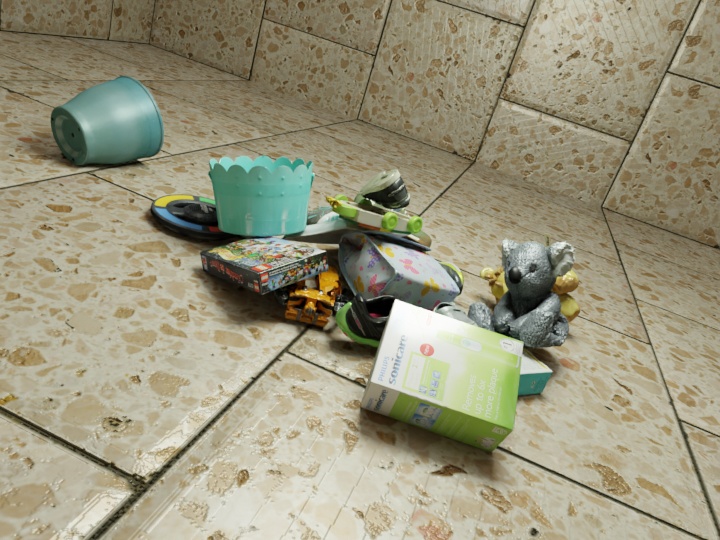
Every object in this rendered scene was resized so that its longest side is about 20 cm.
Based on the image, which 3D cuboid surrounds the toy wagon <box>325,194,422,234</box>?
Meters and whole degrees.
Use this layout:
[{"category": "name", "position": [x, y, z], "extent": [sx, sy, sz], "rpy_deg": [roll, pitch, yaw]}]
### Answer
[{"category": "toy wagon", "position": [0.014, -0.106, 1.101], "extent": [0.200, 0.040, 0.155], "rpy_deg": [2, 16, -44]}]

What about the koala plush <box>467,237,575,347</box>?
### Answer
[{"category": "koala plush", "position": [0.319, 0.037, 1.113], "extent": [0.184, 0.200, 0.177], "rpy_deg": [5, -2, -43]}]

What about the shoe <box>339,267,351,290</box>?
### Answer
[{"category": "shoe", "position": [0.000, 0.000, 1.219], "extent": [0.070, 0.053, 0.200], "rpy_deg": [40, 28, 0]}]

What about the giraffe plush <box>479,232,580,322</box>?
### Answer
[{"category": "giraffe plush", "position": [0.361, 0.034, 1.282], "extent": [0.162, 0.200, 0.173], "rpy_deg": [-16, 1, -16]}]

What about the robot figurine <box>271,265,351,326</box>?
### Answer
[{"category": "robot figurine", "position": [-0.090, 0.037, 1.045], "extent": [0.145, 0.058, 0.200], "rpy_deg": [14, 22, -9]}]

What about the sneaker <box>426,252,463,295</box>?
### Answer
[{"category": "sneaker", "position": [0.142, 0.007, 1.289], "extent": [0.081, 0.074, 0.200], "rpy_deg": [-12, 29, -39]}]

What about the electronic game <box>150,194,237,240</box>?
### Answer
[{"category": "electronic game", "position": [-0.338, -0.116, 1.233], "extent": [0.200, 0.042, 0.200], "rpy_deg": [15, 22, -6]}]

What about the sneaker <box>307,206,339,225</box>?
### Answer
[{"category": "sneaker", "position": [-0.067, -0.135, 1.443], "extent": [0.091, 0.078, 0.200], "rpy_deg": [24, 21, 25]}]

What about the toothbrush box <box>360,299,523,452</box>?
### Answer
[{"category": "toothbrush box", "position": [0.118, 0.149, 0.837], "extent": [0.200, 0.086, 0.146], "rpy_deg": [18, 51, 3]}]

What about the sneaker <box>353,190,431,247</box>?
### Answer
[{"category": "sneaker", "position": [0.079, -0.124, 1.293], "extent": [0.200, 0.090, 0.067], "rpy_deg": [24, -9, -8]}]

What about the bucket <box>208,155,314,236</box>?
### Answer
[{"category": "bucket", "position": [-0.195, -0.152, 1.158], "extent": [0.207, 0.135, 0.207], "rpy_deg": [2, 16, -1]}]

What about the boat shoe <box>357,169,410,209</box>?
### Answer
[{"category": "boat shoe", "position": [0.045, -0.151, 1.135], "extent": [0.068, 0.072, 0.200], "rpy_deg": [49, -4, -15]}]

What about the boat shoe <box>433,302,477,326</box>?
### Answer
[{"category": "boat shoe", "position": [0.160, 0.087, 1.016], "extent": [0.072, 0.070, 0.201], "rpy_deg": [66, 9, 9]}]

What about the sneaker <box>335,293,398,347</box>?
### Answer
[{"category": "sneaker", "position": [0.056, 0.089, 0.977], "extent": [0.200, 0.084, 0.077], "rpy_deg": [17, 28, -35]}]

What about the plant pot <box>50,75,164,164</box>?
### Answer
[{"category": "plant pot", "position": [-0.604, -0.337, 1.374], "extent": [0.200, 0.200, 0.188], "rpy_deg": [27, 40, 22]}]

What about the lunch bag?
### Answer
[{"category": "lunch bag", "position": [0.064, -0.001, 1.117], "extent": [0.169, 0.127, 0.200], "rpy_deg": [16, 25, -34]}]

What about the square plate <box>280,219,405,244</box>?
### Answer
[{"category": "square plate", "position": [-0.031, -0.080, 1.225], "extent": [0.198, 0.028, 0.200], "rpy_deg": [-5, -5, 43]}]

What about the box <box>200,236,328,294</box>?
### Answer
[{"category": "box", "position": [-0.171, -0.016, 1.020], "extent": [0.137, 0.038, 0.200], "rpy_deg": [-20, 24, -38]}]

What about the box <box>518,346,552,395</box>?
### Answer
[{"category": "box", "position": [0.221, 0.170, 0.980], "extent": [0.200, 0.049, 0.082], "rpy_deg": [3, 26, -32]}]
